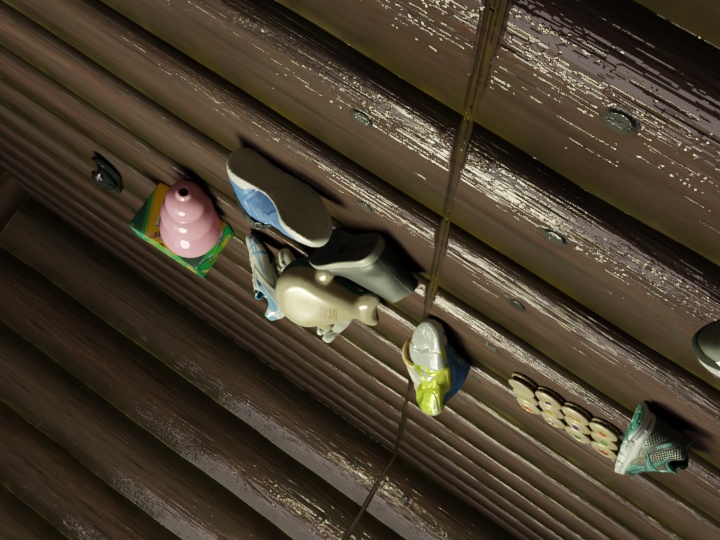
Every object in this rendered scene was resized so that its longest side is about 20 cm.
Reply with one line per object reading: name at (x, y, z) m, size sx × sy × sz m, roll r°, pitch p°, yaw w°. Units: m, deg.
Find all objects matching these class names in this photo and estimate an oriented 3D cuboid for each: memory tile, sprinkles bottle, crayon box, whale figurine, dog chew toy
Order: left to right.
crayon box at (-0.385, -0.088, 1.821) m, size 0.197 × 0.120 × 0.058 m, roll 30°, pitch 165°, yaw 18°
dog chew toy at (-0.342, -0.109, 1.676) m, size 0.123 × 0.126 × 0.201 m, roll 33°, pitch 157°, yaw 8°
whale figurine at (-0.055, 0.039, 1.548) m, size 0.195 × 0.105 × 0.162 m, roll 9°, pitch 134°, yaw 9°
sprinkles bottle at (0.125, 0.190, 1.622) m, size 0.067 × 0.069 × 0.201 m, roll 28°, pitch 163°, yaw 23°
memory tile at (0.339, 0.244, 1.406) m, size 0.198 × 0.017 × 0.154 m, roll 29°, pitch 164°, yaw 27°

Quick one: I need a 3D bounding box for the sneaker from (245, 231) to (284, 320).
sneaker at (-0.191, 0.007, 1.660) m, size 0.202 × 0.071 × 0.072 m, roll 62°, pitch -176°, yaw 31°

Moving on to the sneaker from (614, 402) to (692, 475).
sneaker at (0.410, 0.257, 1.181) m, size 0.090 × 0.079 × 0.201 m, roll 25°, pitch 164°, yaw 21°

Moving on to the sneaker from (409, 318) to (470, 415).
sneaker at (0.143, 0.154, 1.487) m, size 0.075 × 0.104 × 0.204 m, roll 31°, pitch 136°, yaw 35°

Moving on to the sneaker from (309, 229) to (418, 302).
sneaker at (0.000, 0.000, 1.303) m, size 0.106 × 0.075 × 0.199 m, roll 45°, pitch 162°, yaw -25°

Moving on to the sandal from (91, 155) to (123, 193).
sandal at (-0.630, -0.224, 2.096) m, size 0.075 × 0.048 × 0.201 m, roll 35°, pitch 166°, yaw 4°

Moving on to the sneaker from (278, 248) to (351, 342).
sneaker at (-0.089, 0.037, 1.643) m, size 0.202 × 0.080 × 0.075 m, roll 57°, pitch -176°, yaw -6°

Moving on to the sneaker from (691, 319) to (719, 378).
sneaker at (0.349, 0.044, 0.687) m, size 0.080 × 0.074 × 0.199 m, roll 47°, pitch 157°, yaw -11°

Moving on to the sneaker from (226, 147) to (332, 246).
sneaker at (-0.120, -0.093, 1.283) m, size 0.198 × 0.077 × 0.112 m, roll 37°, pitch 160°, yaw 13°
